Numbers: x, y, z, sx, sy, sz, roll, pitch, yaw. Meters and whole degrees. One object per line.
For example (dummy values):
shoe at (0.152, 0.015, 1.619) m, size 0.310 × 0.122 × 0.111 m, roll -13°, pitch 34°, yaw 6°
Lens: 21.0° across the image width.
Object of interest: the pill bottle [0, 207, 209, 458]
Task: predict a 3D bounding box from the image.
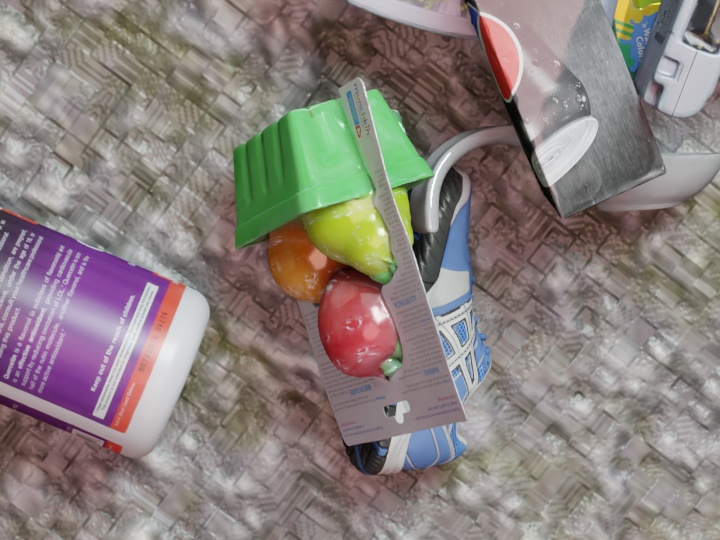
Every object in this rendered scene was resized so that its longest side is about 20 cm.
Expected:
pill bottle at (-0.201, 0.031, 1.204) m, size 0.199 × 0.112 × 0.113 m, roll 24°, pitch 101°, yaw -6°

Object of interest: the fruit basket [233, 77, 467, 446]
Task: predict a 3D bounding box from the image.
fruit basket at (0.000, 0.000, 1.157) m, size 0.093 × 0.185 × 0.201 m, roll -23°, pitch 89°, yaw -24°

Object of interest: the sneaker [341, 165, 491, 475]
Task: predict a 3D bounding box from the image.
sneaker at (0.043, 0.031, 1.238) m, size 0.077 × 0.076 × 0.201 m, roll 6°, pitch 101°, yaw -29°

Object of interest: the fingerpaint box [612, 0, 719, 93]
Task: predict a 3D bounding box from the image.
fingerpaint box at (0.209, -0.219, 1.175) m, size 0.166 × 0.073 × 0.201 m, roll -10°, pitch 102°, yaw 2°

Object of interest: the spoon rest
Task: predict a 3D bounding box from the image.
spoon rest at (0.126, -0.063, 1.180) m, size 0.199 × 0.099 × 0.061 m, roll -8°, pitch 97°, yaw -16°

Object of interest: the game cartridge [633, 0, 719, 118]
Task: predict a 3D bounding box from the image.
game cartridge at (0.203, -0.186, 1.076) m, size 0.041 × 0.133 × 0.201 m, roll 21°, pitch 102°, yaw 5°

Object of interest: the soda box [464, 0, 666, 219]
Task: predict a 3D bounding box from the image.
soda box at (0.101, -0.136, 1.087) m, size 0.070 × 0.063 × 0.201 m, roll -24°, pitch 104°, yaw 2°

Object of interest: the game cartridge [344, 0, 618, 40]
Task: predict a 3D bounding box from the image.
game cartridge at (0.060, -0.202, 1.117) m, size 0.198 × 0.041 × 0.134 m, roll 10°, pitch 106°, yaw -7°
